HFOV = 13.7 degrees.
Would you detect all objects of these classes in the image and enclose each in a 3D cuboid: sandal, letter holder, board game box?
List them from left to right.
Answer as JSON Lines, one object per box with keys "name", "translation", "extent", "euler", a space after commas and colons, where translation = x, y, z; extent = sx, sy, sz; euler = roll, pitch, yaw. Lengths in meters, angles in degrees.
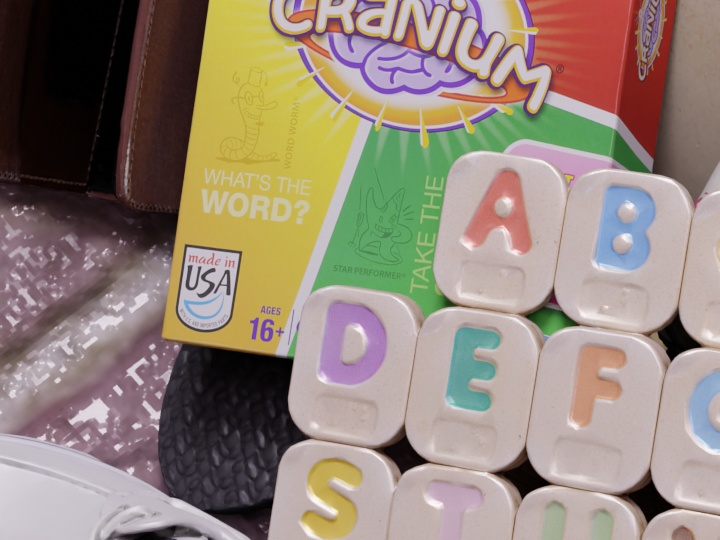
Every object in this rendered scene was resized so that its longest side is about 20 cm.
{"name": "letter holder", "translation": [-0.099, -0.127, 0.998], "extent": [0.100, 0.142, 0.201], "euler": [12, 92, 20]}
{"name": "sandal", "translation": [0.000, 0.000, 1.037], "extent": [0.075, 0.045, 0.200], "euler": [25, 82, 27]}
{"name": "board game box", "translation": [0.022, -0.065, 0.974], "extent": [0.153, 0.040, 0.201], "euler": [7, 88, 25]}

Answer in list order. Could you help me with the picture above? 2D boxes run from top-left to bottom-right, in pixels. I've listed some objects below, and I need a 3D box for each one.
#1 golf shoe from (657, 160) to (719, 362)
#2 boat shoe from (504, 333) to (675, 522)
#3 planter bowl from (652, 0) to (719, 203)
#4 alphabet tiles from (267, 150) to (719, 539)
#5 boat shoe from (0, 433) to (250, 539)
{"name": "golf shoe", "translation": [0.193, 0.006, 0.947], "extent": [0.199, 0.088, 0.077], "euler": [-1, 35, -13]}
{"name": "boat shoe", "translation": [0.121, 0.041, 1.018], "extent": [0.199, 0.074, 0.066], "euler": [7, 39, -3]}
{"name": "planter bowl", "translation": [0.165, -0.104, 1.016], "extent": [0.200, 0.135, 0.201], "euler": [5, 47, -5]}
{"name": "alphabet tiles", "translation": [0.069, 0.067, 0.911], "extent": [0.199, 0.015, 0.196], "euler": [9, 90, 20]}
{"name": "boat shoe", "translation": [-0.066, 0.103, 0.984], "extent": [0.200, 0.065, 0.074], "euler": [24, 67, 10]}
